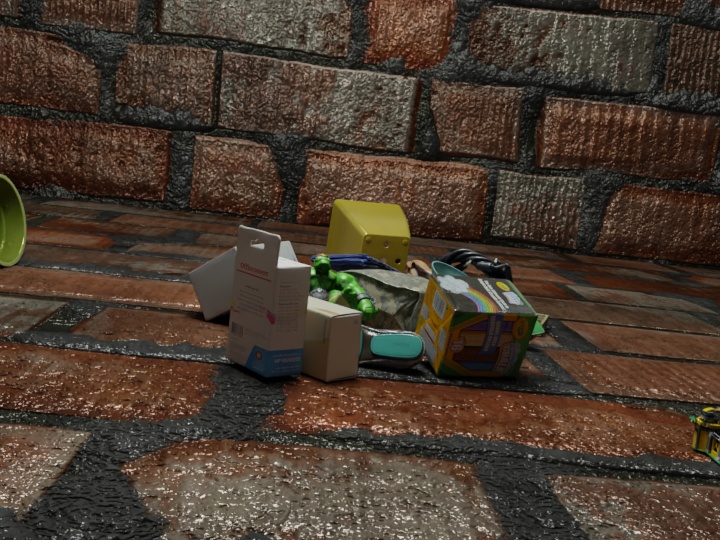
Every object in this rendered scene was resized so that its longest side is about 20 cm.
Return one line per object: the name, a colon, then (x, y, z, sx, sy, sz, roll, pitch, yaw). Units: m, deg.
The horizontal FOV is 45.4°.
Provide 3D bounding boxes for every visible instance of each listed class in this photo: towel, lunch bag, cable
towel: (0.000, 0.000, 1.824, 0.142, 0.024, 0.199, 0, -13, 31)
lunch bag: (0.046, 0.057, 1.660, 0.197, 0.120, 0.163, 19, 10, 23)
cable: (0.237, 0.034, 1.765, 0.160, 0.052, 0.201, 8, -32, 20)

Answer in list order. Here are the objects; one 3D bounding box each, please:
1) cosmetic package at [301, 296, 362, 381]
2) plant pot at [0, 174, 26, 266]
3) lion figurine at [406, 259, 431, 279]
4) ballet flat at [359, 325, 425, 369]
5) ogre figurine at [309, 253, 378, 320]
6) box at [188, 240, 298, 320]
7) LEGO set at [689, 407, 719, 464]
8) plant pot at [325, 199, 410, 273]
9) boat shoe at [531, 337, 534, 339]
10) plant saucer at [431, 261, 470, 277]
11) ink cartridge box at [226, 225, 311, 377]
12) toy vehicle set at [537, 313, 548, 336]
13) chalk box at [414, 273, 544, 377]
cosmetic package: (-0.092, 0.097, 1.351, 0.198, 0.108, 0.070, 12, 11, 44)
plant pot: (-0.872, -0.100, 1.898, 0.185, 0.205, 0.200, -6, 7, 6)
lion figurine: (0.154, 0.024, 1.889, 0.201, 0.072, 0.123, 49, 5, -29)
ballet flat: (0.010, 0.127, 1.413, 0.195, 0.074, 0.072, 8, 8, 8)
ogre figurine: (-0.074, 0.035, 1.512, 0.195, 0.100, 0.120, -9, 27, -2)
box: (-0.213, 0.017, 1.654, 0.123, 0.099, 0.199, -26, -6, 25)
LEGO set: (0.534, 0.196, 1.107, 0.195, 0.119, 0.154, 8, 8, 7)
plant pot: (0.030, -0.056, 2.260, 0.196, 0.204, 0.177, 3, 20, -21)
boat shoe: (0.285, 0.104, 1.737, 0.071, 0.074, 0.198, 1, 2, -41)
plant saucer: (0.207, 0.055, 1.620, 0.198, 0.036, 0.200, 32, 16, -10)
ink cartridge box: (-0.135, 0.043, 1.279, 0.067, 0.205, 0.114, -1, 11, -41)
toy vehicle set: (0.309, 0.105, 1.892, 0.196, 0.027, 0.124, 9, 9, 17)
chalk box: (0.208, 0.094, 1.437, 0.196, 0.126, 0.125, 5, 27, -20)
